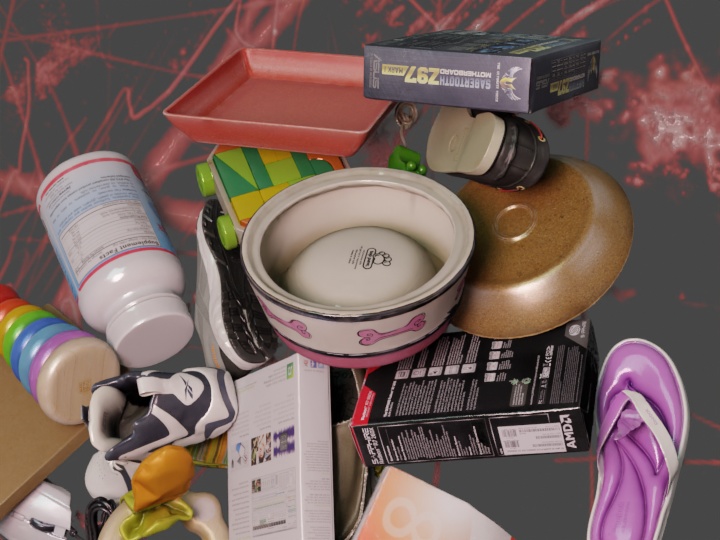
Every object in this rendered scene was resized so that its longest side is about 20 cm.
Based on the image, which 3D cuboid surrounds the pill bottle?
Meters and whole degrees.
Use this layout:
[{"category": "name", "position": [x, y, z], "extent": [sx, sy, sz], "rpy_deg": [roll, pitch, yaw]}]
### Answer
[{"category": "pill bottle", "position": [-0.235, -0.010, 1.405], "extent": [0.108, 0.109, 0.201], "rpy_deg": [-32, 61, 6]}]

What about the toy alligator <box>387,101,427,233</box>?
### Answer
[{"category": "toy alligator", "position": [0.041, -0.074, 1.338], "extent": [0.054, 0.059, 0.203], "rpy_deg": [-19, 57, 55]}]

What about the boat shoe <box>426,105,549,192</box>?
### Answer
[{"category": "boat shoe", "position": [0.109, -0.112, 1.294], "extent": [0.201, 0.062, 0.075], "rpy_deg": [-140, 70, -71]}]

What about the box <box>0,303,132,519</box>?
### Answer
[{"category": "box", "position": [-0.328, 0.136, 1.388], "extent": [0.200, 0.021, 0.163], "rpy_deg": [-43, 51, -20]}]

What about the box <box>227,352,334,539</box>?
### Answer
[{"category": "box", "position": [-0.070, 0.183, 1.242], "extent": [0.144, 0.036, 0.203], "rpy_deg": [-25, 62, 57]}]

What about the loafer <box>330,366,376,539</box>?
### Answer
[{"category": "loafer", "position": [-0.027, 0.154, 1.257], "extent": [0.074, 0.070, 0.203], "rpy_deg": [-7, 64, 18]}]

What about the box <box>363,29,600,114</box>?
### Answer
[{"category": "box", "position": [0.113, -0.181, 1.289], "extent": [0.156, 0.200, 0.052], "rpy_deg": [7, 106, 24]}]

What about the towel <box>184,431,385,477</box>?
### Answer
[{"category": "towel", "position": [-0.067, 0.142, 1.328], "extent": [0.197, 0.018, 0.087], "rpy_deg": [1, 70, 22]}]

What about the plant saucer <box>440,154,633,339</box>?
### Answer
[{"category": "plant saucer", "position": [0.141, -0.033, 1.276], "extent": [0.198, 0.036, 0.202], "rpy_deg": [-15, 49, 17]}]

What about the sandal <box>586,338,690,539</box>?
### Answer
[{"category": "sandal", "position": [0.227, 0.150, 1.188], "extent": [0.081, 0.050, 0.205], "rpy_deg": [-1, 68, 21]}]

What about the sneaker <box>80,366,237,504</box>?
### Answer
[{"category": "sneaker", "position": [-0.217, 0.146, 1.295], "extent": [0.198, 0.129, 0.080], "rpy_deg": [-30, 61, 34]}]

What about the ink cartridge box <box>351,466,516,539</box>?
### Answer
[{"category": "ink cartridge box", "position": [0.075, 0.273, 1.146], "extent": [0.198, 0.050, 0.164], "rpy_deg": [24, 69, 5]}]

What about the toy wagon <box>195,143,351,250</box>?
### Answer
[{"category": "toy wagon", "position": [-0.062, -0.066, 1.358], "extent": [0.153, 0.040, 0.201], "rpy_deg": [-17, 54, -13]}]

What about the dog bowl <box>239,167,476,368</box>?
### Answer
[{"category": "dog bowl", "position": [0.000, 0.000, 1.219], "extent": [0.197, 0.075, 0.201], "rpy_deg": [-3, 39, 3]}]

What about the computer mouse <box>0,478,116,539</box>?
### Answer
[{"category": "computer mouse", "position": [-0.305, 0.234, 1.356], "extent": [0.198, 0.044, 0.111], "rpy_deg": [24, 104, 31]}]

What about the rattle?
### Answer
[{"category": "rattle", "position": [-0.159, 0.272, 1.235], "extent": [0.143, 0.129, 0.202], "rpy_deg": [-36, 42, 50]}]

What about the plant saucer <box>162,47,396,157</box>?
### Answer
[{"category": "plant saucer", "position": [-0.058, -0.158, 1.367], "extent": [0.197, 0.037, 0.200], "rpy_deg": [7, 29, 16]}]

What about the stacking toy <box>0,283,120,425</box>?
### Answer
[{"category": "stacking toy", "position": [-0.314, 0.070, 1.382], "extent": [0.199, 0.085, 0.086], "rpy_deg": [28, 81, 43]}]

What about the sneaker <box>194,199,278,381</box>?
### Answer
[{"category": "sneaker", "position": [-0.131, 0.017, 1.375], "extent": [0.079, 0.073, 0.202], "rpy_deg": [-45, 41, 40]}]

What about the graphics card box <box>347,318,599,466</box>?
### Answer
[{"category": "graphics card box", "position": [0.099, 0.103, 1.224], "extent": [0.197, 0.051, 0.126], "rpy_deg": [-8, 31, 18]}]
